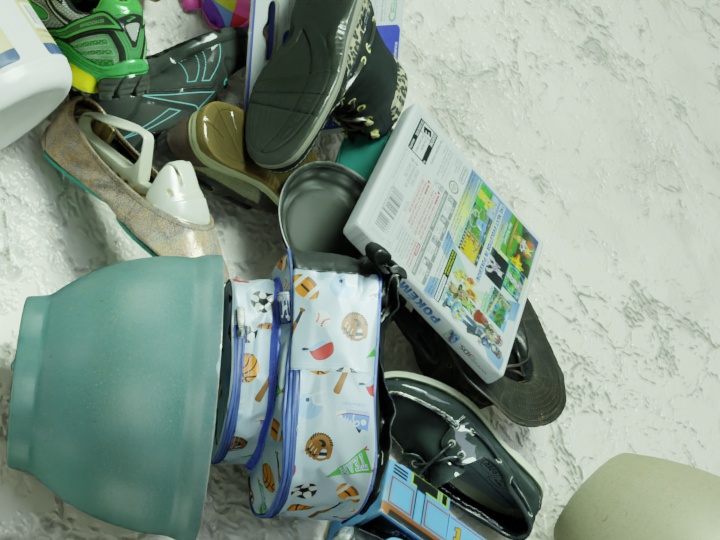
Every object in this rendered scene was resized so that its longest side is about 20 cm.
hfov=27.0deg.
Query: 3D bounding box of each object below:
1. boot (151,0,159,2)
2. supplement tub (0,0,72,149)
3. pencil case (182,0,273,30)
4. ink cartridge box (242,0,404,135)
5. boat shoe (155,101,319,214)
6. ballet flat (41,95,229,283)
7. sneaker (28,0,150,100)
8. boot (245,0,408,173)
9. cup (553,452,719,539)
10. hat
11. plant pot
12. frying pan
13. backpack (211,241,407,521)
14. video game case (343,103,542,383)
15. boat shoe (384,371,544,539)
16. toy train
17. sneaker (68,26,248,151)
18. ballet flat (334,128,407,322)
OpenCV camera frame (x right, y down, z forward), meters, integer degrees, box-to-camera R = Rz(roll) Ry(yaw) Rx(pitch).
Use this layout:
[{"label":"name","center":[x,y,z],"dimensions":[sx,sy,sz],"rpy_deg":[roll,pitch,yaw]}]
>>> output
[{"label":"boot","center":[-0.229,-0.335,1.298],"dimensions":[0.144,0.071,0.201],"rpy_deg":[18,60,-37]},{"label":"supplement tub","center":[-0.316,-0.181,1.076],"dimensions":[0.144,0.144,0.200],"rpy_deg":[-33,90,-47]},{"label":"pencil case","center":[-0.070,-0.276,1.398],"dimensions":[0.200,0.088,0.088],"rpy_deg":[-26,84,-48]},{"label":"ink cartridge box","center":[-0.040,-0.220,1.343],"dimensions":[0.200,0.047,0.198],"rpy_deg":[-11,114,-44]},{"label":"boat shoe","center":[-0.096,-0.090,1.264],"dimensions":[0.200,0.065,0.073],"rpy_deg":[32,56,-56]},{"label":"ballet flat","center":[-0.166,-0.066,1.141],"dimensions":[0.200,0.067,0.068],"rpy_deg":[38,21,18]},{"label":"sneaker","center":[-0.224,-0.201,1.164],"dimensions":[0.078,0.085,0.200],"rpy_deg":[-14,32,-43]},{"label":"boot","center":[-0.020,-0.142,1.275],"dimensions":[0.154,0.073,0.204],"rpy_deg":[56,47,-54]},{"label":"cup","center":[0.255,0.245,1.321],"dimensions":[0.143,0.200,0.200],"rpy_deg":[40,37,26]},{"label":"hat","center":[0.094,0.062,1.337],"dimensions":[0.201,0.081,0.201],"rpy_deg":[34,37,-32]},{"label":"plant pot","center":[-0.171,0.082,1.035],"dimensions":[0.134,0.200,0.201],"rpy_deg":[6,59,-10]},{"label":"frying pan","center":[0.005,-0.014,1.269],"dimensions":[0.190,0.031,0.115],"rpy_deg":[38,53,-19]},{"label":"backpack","center":[-0.044,0.093,1.131],"dimensions":[0.154,0.200,0.191],"rpy_deg":[-4,72,-10]},{"label":"video game case","center":[0.077,-0.027,1.286],"dimensions":[0.182,0.022,0.200],"rpy_deg":[46,35,-16]},{"label":"boat shoe","center":[0.080,0.164,1.276],"dimensions":[0.199,0.074,0.066],"rpy_deg":[45,31,-25]},{"label":"toy train","center":[0.060,0.245,1.204],"dimensions":[0.200,0.087,0.114],"rpy_deg":[37,41,-19]},{"label":"sneaker","center":[-0.158,-0.150,1.266],"dimensions":[0.200,0.075,0.079],"rpy_deg":[-30,102,-42]},{"label":"ballet flat","center":[0.011,-0.039,1.347],"dimensions":[0.072,0.072,0.201],"rpy_deg":[18,59,-34]}]
